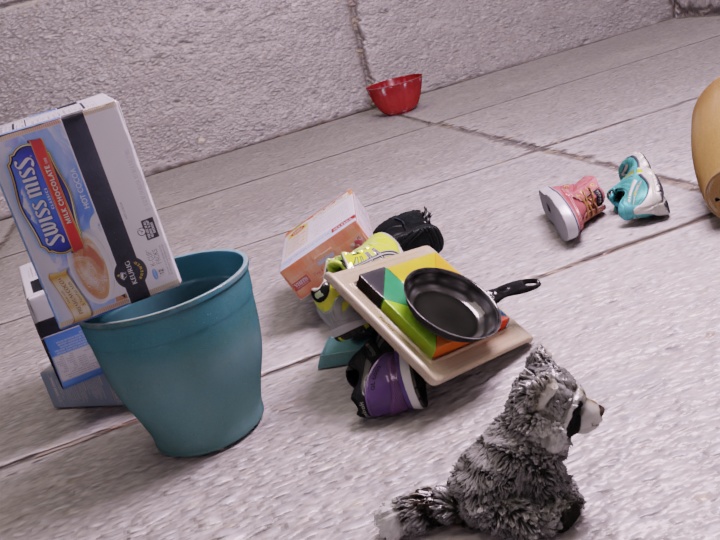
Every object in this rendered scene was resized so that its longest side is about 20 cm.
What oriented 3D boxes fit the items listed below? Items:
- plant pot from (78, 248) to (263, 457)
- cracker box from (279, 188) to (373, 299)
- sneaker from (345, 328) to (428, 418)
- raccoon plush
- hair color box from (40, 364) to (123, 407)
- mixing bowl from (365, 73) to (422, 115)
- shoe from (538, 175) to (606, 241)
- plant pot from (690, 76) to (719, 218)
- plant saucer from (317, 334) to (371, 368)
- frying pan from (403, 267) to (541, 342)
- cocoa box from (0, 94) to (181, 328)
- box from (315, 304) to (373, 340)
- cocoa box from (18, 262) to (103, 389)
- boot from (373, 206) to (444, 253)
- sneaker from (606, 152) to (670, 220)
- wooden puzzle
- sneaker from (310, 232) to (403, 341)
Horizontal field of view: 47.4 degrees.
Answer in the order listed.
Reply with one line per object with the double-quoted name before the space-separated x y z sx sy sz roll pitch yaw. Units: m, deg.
"plant pot" -0.198 0.100 0.943 0.199 0.189 0.200 -14 19 5
"cracker box" -0.050 -0.044 1.241 0.134 0.058 0.200 -33 16 9
"sneaker" 0.022 0.094 0.953 0.087 0.076 0.200 -18 25 10
"raccoon plush" 0.098 0.146 0.660 0.199 0.135 0.097 -17 20 -6
"hair color box" -0.329 0.138 1.136 0.199 0.061 0.099 -7 21 25
"mixing bowl" 0.127 -0.596 2.809 0.199 0.109 0.200 -14 19 5
"shoe" 0.343 -0.106 1.292 0.090 0.072 0.200 -18 14 8
"plant pot" 0.552 -0.162 1.168 0.185 0.187 0.200 -1 37 35
"plant saucer" 0.043 0.089 1.054 0.199 0.019 0.070 -10 20 13
"frying pan" 0.118 0.026 0.920 0.115 0.031 0.190 35 35 17
"cocoa box" -0.290 -0.066 0.856 0.131 0.201 0.133 -21 20 -17
"box" 0.029 0.030 1.156 0.157 0.049 0.200 -18 14 -13
"cocoa box" -0.373 0.052 1.114 0.133 0.132 0.200 -22 20 -19
"boot" 0.042 -0.044 1.354 0.197 0.074 0.163 -19 15 -1
"sneaker" 0.431 -0.133 1.309 0.079 0.078 0.200 -19 17 16
"wooden puzzle" 0.083 0.038 0.941 0.199 0.037 0.185 -13 46 -44
"sneaker" 0.000 0.000 1.019 0.075 0.077 0.200 -26 21 29
